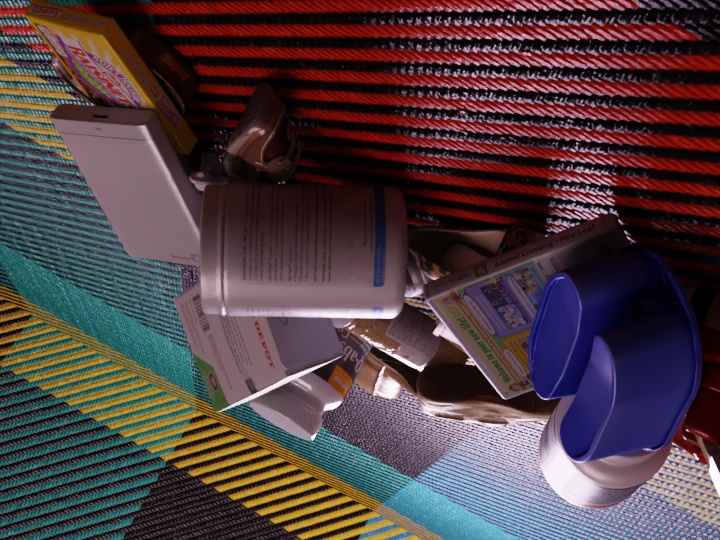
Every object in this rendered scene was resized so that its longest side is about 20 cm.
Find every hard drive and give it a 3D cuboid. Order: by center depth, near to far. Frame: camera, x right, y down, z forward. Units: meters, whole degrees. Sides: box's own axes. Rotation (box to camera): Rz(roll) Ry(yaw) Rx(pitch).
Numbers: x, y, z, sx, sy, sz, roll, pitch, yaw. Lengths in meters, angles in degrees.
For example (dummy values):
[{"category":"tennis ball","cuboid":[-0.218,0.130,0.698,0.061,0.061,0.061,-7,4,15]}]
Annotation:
[{"category":"hard drive","cuboid":[-0.233,-0.087,1.267,0.131,0.027,0.201,8,140,29]}]

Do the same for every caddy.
[{"category":"caddy","cuboid":[0.219,0.071,1.005,0.201,0.104,0.142,98,156,-52]}]

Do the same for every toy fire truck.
[{"category":"toy fire truck","cuboid":[0.326,0.144,1.018,0.128,0.201,0.176,17,158,35]}]

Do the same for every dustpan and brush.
[{"category":"dustpan and brush","cuboid":[-0.138,-0.089,1.281,0.139,0.058,0.200,35,-158,14]}]

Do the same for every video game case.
[{"category":"video game case","cuboid":[0.178,0.039,1.097,0.180,0.022,0.200,-21,140,17]}]

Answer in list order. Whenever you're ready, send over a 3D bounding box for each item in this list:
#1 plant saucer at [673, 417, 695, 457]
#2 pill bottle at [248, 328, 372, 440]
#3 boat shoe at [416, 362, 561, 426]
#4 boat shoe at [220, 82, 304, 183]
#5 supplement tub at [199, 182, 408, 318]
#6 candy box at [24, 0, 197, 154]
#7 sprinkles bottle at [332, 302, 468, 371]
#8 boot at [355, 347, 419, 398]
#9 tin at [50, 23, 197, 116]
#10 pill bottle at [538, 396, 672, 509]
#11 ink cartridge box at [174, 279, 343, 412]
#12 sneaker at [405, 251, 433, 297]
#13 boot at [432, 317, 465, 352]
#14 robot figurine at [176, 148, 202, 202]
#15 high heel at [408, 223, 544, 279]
[{"category":"plant saucer","cuboid":[0.371,0.152,1.241,0.199,0.037,0.200,32,162,-7]},{"category":"pill bottle","cuboid":[-0.052,0.103,1.507,0.115,0.201,0.117,26,163,9]},{"category":"boat shoe","cuboid":[0.167,0.152,1.439,0.197,0.072,0.065,6,146,8]},{"category":"boat shoe","cuboid":[-0.088,-0.126,1.165,0.071,0.076,0.200,28,172,-6]},{"category":"supplement tub","cuboid":[-0.056,-0.019,1.180,0.197,0.134,0.132,2,162,-3]},{"category":"candy box","cuboid":[-0.244,-0.189,1.187,0.101,0.027,0.200,16,158,26]},{"category":"sprinkles bottle","cuboid":[0.041,0.068,1.440,0.199,0.069,0.068,30,164,-29]},{"category":"boot","cuboid":[0.061,0.151,1.694,0.175,0.066,0.200,41,163,6]},{"category":"tin","cuboid":[-0.246,-0.206,1.245,0.199,0.042,0.112,7,148,49]},{"category":"pill bottle","cuboid":[0.252,0.168,1.217,0.119,0.120,0.200,27,162,9]},{"category":"ink cartridge box","cuboid":[-0.118,0.063,1.350,0.199,0.083,0.148,-28,80,55]},{"category":"sneaker","cuboid":[0.000,0.000,1.316,0.199,0.077,0.079,8,125,48]},{"category":"boot","cuboid":[0.162,0.079,1.302,0.154,0.077,0.200,26,165,16]},{"category":"robot figurine","cuboid":[-0.217,-0.087,1.395,0.200,0.113,0.170,45,-175,-41]},{"category":"high heel","cuboid":[0.100,-0.022,1.143,0.141,0.072,0.200,27,166,10]}]
